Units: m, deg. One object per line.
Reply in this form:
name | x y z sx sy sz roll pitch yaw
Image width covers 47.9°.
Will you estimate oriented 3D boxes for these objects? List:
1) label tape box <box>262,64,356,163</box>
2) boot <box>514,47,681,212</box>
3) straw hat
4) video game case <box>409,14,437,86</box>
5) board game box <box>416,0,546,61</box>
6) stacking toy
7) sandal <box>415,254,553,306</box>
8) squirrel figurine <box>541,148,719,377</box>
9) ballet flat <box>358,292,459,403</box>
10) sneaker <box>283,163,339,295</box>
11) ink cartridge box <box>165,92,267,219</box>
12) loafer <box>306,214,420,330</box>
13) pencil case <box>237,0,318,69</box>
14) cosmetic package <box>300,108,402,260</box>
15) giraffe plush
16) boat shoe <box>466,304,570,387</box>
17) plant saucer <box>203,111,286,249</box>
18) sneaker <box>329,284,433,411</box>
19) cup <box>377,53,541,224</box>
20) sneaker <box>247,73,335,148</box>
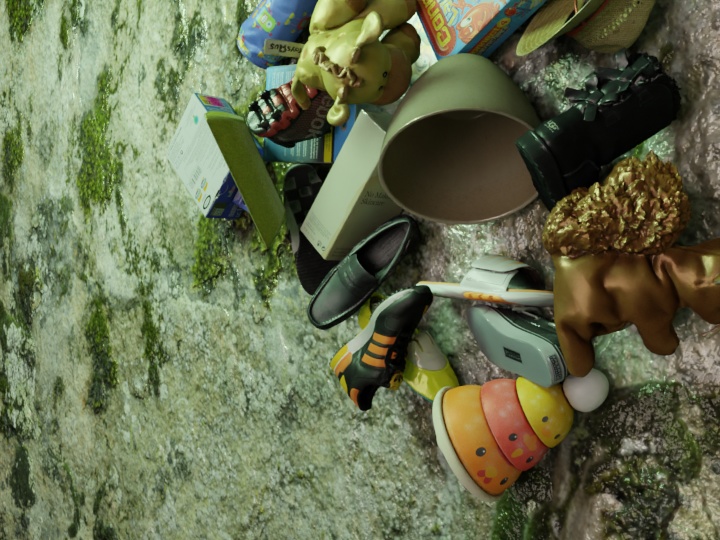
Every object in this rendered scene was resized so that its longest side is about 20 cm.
label tape box | -0.058 -0.231 1.207 0.199 0.063 0.146 9 98 42
boot | 0.262 -0.131 0.871 0.162 0.198 0.074 -35 52 5
straw hat | 0.267 -0.282 0.874 0.085 0.202 0.201 37 126 -12
video game case | 0.120 -0.327 1.065 0.144 0.018 0.201 54 125 29
board game box | 0.141 -0.380 0.979 0.196 0.055 0.202 -39 65 44
stacking toy | 0.196 0.167 0.950 0.199 0.146 0.147 -33 68 22
sandal | 0.152 0.008 1.001 0.205 0.079 0.060 4 87 42
squirrel figurine | 0.290 -0.011 0.810 0.185 0.141 0.202 -10 109 36
ballet flat | 0.064 0.099 1.093 0.200 0.066 0.068 44 136 37
sneaker | -0.076 -0.064 1.232 0.088 0.073 0.202 -142 43 -73
ink cartridge box | -0.238 -0.182 1.373 0.201 0.076 0.137 54 125 30
loafer | 0.000 0.000 1.100 0.201 0.070 0.068 -45 81 4
pencil case | -0.116 -0.408 1.246 0.087 0.078 0.200 42 123 1
cosmetic package | 0.010 -0.113 1.118 0.073 0.103 0.201 50 124 32
giraffe plush | -0.002 -0.254 0.966 0.162 0.198 0.174 -125 24 -58
boat shoe | 0.196 0.077 0.964 0.199 0.068 0.074 20 129 69
plant saucer | -0.161 -0.147 1.186 0.200 0.048 0.202 -125 10 -75
sneaker | 0.041 0.102 1.039 0.200 0.070 0.091 -48 60 36
cup | 0.124 -0.172 0.970 0.200 0.199 0.144 -29 43 40
sneaker | -0.058 -0.240 1.118 0.200 0.098 0.071 -36 53 13
